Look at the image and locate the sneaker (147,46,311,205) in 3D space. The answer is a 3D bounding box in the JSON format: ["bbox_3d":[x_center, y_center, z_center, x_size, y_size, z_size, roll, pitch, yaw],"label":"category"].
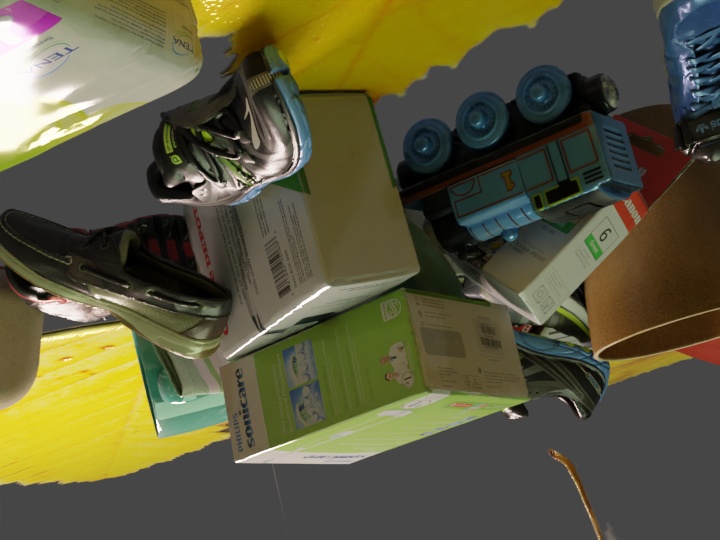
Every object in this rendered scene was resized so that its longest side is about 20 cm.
[{"bbox_3d":[-0.092,-0.084,0.834,0.083,0.071,0.200,-13,171,-28],"label":"sneaker"}]

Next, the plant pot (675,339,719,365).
[{"bbox_3d":[0.495,0.022,1.639,0.176,0.200,0.200,2,164,-7],"label":"plant pot"}]

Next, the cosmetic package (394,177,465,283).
[{"bbox_3d":[0.009,-0.007,1.203,0.071,0.105,0.200,-3,161,-42],"label":"cosmetic package"}]

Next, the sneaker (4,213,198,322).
[{"bbox_3d":[-0.206,0.000,1.083,0.200,0.071,0.098,-7,161,-19],"label":"sneaker"}]

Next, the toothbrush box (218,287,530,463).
[{"bbox_3d":[0.010,0.091,1.007,0.200,0.086,0.146,-27,157,34],"label":"toothbrush box"}]

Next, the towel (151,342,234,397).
[{"bbox_3d":[-0.125,0.051,1.224,0.200,0.153,0.023,-1,141,-46],"label":"towel"}]

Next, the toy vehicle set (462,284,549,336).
[{"bbox_3d":[0.137,0.018,1.217,0.124,0.200,0.027,29,-171,-23],"label":"toy vehicle set"}]

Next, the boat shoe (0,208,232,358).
[{"bbox_3d":[-0.191,-0.004,0.979,0.066,0.201,0.072,-61,-178,24],"label":"boat shoe"}]

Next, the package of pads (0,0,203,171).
[{"bbox_3d":[-0.202,-0.111,0.659,0.200,0.068,0.154,-20,165,25],"label":"package of pads"}]

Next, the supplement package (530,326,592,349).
[{"bbox_3d":[0.134,0.030,1.321,0.200,0.111,0.156,-10,-159,-12],"label":"supplement package"}]

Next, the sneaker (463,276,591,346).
[{"bbox_3d":[0.166,0.023,1.166,0.081,0.074,0.200,-21,145,28],"label":"sneaker"}]

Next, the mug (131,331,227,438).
[{"bbox_3d":[-0.166,0.097,1.285,0.114,0.185,0.152,-14,135,-13],"label":"mug"}]

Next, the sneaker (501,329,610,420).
[{"bbox_3d":[0.131,0.095,1.162,0.200,0.083,0.071,13,176,-2],"label":"sneaker"}]

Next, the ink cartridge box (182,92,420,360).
[{"bbox_3d":[-0.053,-0.029,0.966,0.083,0.147,0.200,-8,166,-32],"label":"ink cartridge box"}]

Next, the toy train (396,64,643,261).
[{"bbox_3d":[0.119,-0.082,0.986,0.200,0.114,0.087,-22,163,30],"label":"toy train"}]

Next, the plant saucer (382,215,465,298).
[{"bbox_3d":[0.000,0.000,1.078,0.027,0.200,0.200,-51,-175,-28],"label":"plant saucer"}]

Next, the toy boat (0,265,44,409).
[{"bbox_3d":[-0.385,0.054,1.086,0.131,0.131,0.200,13,-172,42],"label":"toy boat"}]

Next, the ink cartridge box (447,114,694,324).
[{"bbox_3d":[0.174,-0.059,1.041,0.200,0.109,0.050,-46,131,-7],"label":"ink cartridge box"}]

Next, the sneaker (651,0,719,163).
[{"bbox_3d":[0.256,-0.140,0.895,0.077,0.111,0.200,-15,166,7],"label":"sneaker"}]

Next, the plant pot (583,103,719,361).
[{"bbox_3d":[0.274,-0.040,1.120,0.186,0.200,0.186,-13,167,-3],"label":"plant pot"}]
